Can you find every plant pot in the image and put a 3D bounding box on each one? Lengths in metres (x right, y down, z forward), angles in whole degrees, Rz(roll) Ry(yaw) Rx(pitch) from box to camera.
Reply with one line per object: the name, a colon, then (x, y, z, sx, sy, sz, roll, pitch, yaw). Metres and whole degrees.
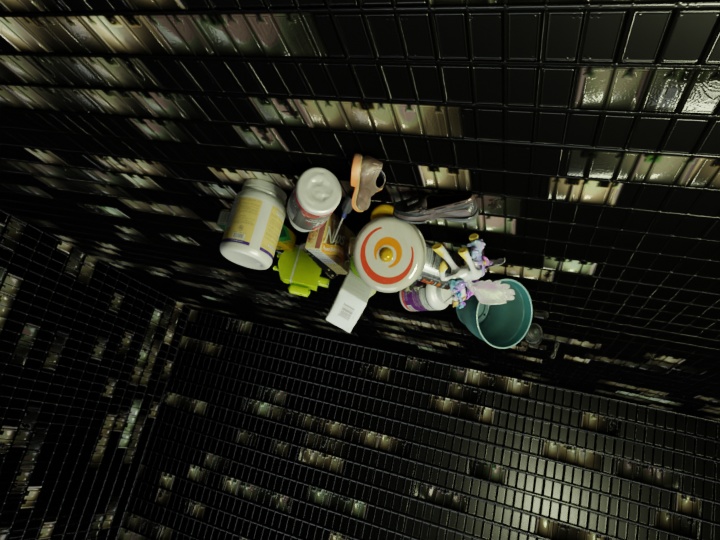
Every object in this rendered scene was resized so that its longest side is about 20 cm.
plant pot: (0.396, 0.119, 1.620, 0.195, 0.206, 0.187, 20, 178, -19)

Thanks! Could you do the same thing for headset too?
headset: (0.649, 0.255, 1.975, 0.196, 0.096, 0.124, 20, 168, 25)

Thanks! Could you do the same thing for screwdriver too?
screwdriver: (-0.046, -0.127, 1.356, 0.029, 0.028, 0.202, 37, 142, 13)

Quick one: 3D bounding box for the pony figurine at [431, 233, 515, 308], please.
pony figurine: (0.293, 0.006, 1.374, 0.188, 0.169, 0.203, -15, 127, 14)

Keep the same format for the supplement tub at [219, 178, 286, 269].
supplement tub: (-0.279, -0.121, 1.385, 0.141, 0.206, 0.146, 13, 163, 4)

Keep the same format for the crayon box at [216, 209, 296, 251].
crayon box: (-0.328, -0.126, 1.666, 0.194, 0.060, 0.173, 7, 162, 25)

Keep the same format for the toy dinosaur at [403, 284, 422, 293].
toy dinosaur: (0.123, 0.038, 1.482, 0.086, 0.048, 0.200, 25, -175, -23)

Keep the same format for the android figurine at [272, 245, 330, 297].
android figurine: (-0.187, -0.008, 1.709, 0.194, 0.187, 0.041, 11, 156, 1)

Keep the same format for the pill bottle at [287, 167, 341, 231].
pill bottle: (-0.120, -0.162, 1.275, 0.108, 0.114, 0.200, 18, 163, -13)

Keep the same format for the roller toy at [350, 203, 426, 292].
roller toy: (0.076, -0.044, 1.313, 0.180, 0.204, 0.140, 31, -170, 9)

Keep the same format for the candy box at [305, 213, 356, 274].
candy box: (-0.076, -0.078, 1.498, 0.054, 0.119, 0.200, 4, 161, 28)

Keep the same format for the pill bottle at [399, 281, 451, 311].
pill bottle: (0.226, 0.075, 1.733, 0.111, 0.116, 0.198, 24, 161, -32)

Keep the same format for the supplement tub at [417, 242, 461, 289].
supplement tub: (0.176, -0.023, 1.470, 0.194, 0.110, 0.107, 18, 164, -10)

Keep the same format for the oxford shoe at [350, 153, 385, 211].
oxford shoe: (0.018, -0.183, 1.162, 0.070, 0.074, 0.201, 8, 163, 4)

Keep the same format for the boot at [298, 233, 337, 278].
boot: (-0.111, -0.051, 1.599, 0.151, 0.074, 0.199, 45, 161, -9)

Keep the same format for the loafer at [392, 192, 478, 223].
loafer: (0.165, -0.150, 1.169, 0.194, 0.073, 0.064, 3, 142, 17)

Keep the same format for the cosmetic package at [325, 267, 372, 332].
cosmetic package: (-0.016, 0.056, 1.409, 0.080, 0.201, 0.114, 27, 120, -3)

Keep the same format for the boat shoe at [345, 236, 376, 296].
boat shoe: (0.000, 0.000, 1.518, 0.072, 0.063, 0.205, 9, 127, 38)
